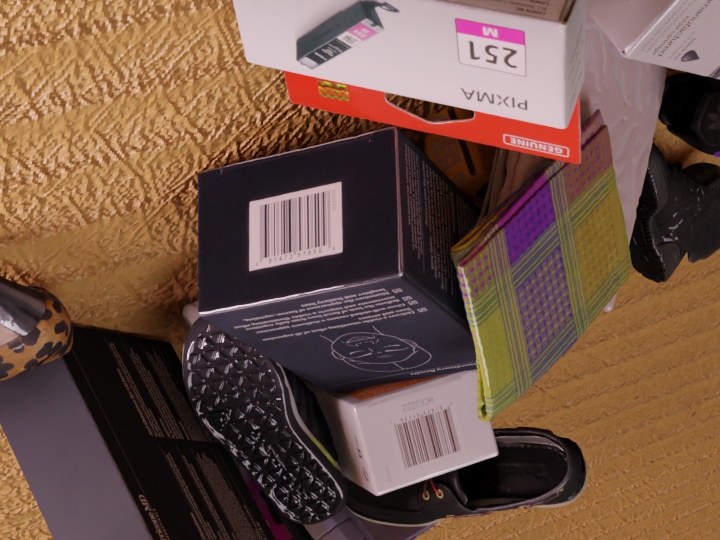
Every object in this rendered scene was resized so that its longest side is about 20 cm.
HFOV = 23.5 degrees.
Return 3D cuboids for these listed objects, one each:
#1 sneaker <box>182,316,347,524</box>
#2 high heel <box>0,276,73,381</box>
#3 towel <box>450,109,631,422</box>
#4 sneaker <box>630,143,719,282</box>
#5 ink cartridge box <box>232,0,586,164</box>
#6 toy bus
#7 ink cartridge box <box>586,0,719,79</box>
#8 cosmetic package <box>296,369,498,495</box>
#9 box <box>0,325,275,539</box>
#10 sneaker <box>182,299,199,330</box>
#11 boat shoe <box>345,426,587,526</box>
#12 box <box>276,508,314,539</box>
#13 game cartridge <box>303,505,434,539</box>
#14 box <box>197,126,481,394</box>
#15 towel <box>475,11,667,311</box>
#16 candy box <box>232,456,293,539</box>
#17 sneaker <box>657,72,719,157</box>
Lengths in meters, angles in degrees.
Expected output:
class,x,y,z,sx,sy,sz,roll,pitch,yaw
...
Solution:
class,x,y,z,sx,sy,sz,roll,pitch,yaw
sneaker,-0.072,0.101,1.272,0.071,0.083,0.200,-21,119,9
high heel,-0.281,0.084,1.133,0.200,0.071,0.142,-47,145,8
towel,0.127,-0.005,1.185,0.200,0.023,0.144,-44,133,-38
sneaker,0.268,-0.066,1.483,0.104,0.060,0.200,-45,141,-21
ink cartridge box,0.030,-0.119,1.008,0.174,0.199,0.044,80,28,-56
toy bus,0.106,-0.065,1.297,0.078,0.065,0.200,-28,157,27
ink cartridge box,0.261,-0.213,1.202,0.200,0.084,0.146,3,137,-49
cosmetic package,0.021,0.110,1.339,0.101,0.072,0.200,-17,-173,-15
box,-0.160,0.141,1.218,0.079,0.200,0.141,-41,151,18
sneaker,-0.070,0.070,1.342,0.088,0.075,0.200,-33,151,-10
boat shoe,0.076,0.160,1.369,0.201,0.074,0.063,-6,162,15
box,-0.069,0.250,1.481,0.107,0.200,0.148,-38,152,11
game cartridge,-0.006,0.186,1.487,0.038,0.130,0.200,-37,171,18
box,0.000,0.000,1.187,0.148,0.107,0.200,-11,156,22
towel,0.156,-0.083,1.247,0.191,0.032,0.201,18,86,-54
candy box,-0.141,0.187,1.315,0.136,0.200,0.061,-25,153,-17
sneaker,0.276,-0.128,1.352,0.200,0.099,0.070,-87,-164,-80
